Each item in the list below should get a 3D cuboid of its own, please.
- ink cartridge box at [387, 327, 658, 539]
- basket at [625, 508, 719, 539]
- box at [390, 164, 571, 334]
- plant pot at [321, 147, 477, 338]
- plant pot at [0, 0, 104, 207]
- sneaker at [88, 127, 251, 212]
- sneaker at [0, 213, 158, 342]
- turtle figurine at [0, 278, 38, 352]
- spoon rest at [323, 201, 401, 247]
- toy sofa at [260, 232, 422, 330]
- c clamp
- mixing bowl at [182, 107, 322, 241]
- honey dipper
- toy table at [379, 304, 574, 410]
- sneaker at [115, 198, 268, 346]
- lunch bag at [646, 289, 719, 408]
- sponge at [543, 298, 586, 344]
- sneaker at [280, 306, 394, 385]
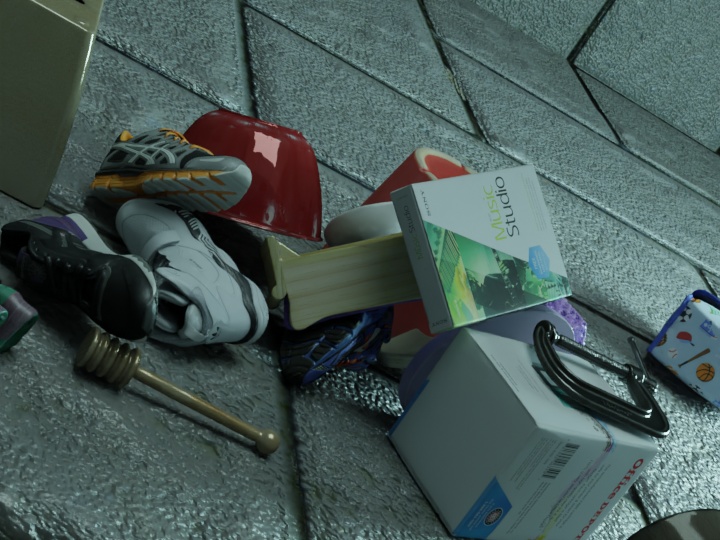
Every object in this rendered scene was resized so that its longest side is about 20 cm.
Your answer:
[{"bbox_3d":[0.164,0.172,1.471,0.198,0.147,0.146,16,28,-42],"label":"ink cartridge box"},{"bbox_3d":[0.354,0.352,1.413,0.179,0.137,0.201,13,34,-37],"label":"basket"},{"bbox_3d":[0.124,-0.025,1.472,0.198,0.036,0.146,-13,84,-44],"label":"box"},{"bbox_3d":[0.075,-0.032,1.717,0.199,0.178,0.201,29,22,-13],"label":"plant pot"},{"bbox_3d":[-0.356,-0.217,1.461,0.198,0.178,0.200,29,22,-18],"label":"plant pot"},{"bbox_3d":[-0.191,-0.106,1.473,0.198,0.078,0.078,3,-23,34],"label":"sneaker"},{"bbox_3d":[-0.252,0.010,1.279,0.087,0.077,0.199,-1,20,-39],"label":"sneaker"},{"bbox_3d":[-0.351,-0.022,1.183,0.200,0.101,0.149,46,23,11],"label":"turtle figurine"},{"bbox_3d":[0.058,-0.048,1.596,0.197,0.100,0.061,-3,62,-3],"label":"spoon rest"},{"bbox_3d":[0.000,0.000,1.495,0.083,0.197,0.099,142,-65,-79],"label":"toy sofa"},{"bbox_3d":[0.244,0.104,1.506,0.198,0.027,0.172,23,29,-34],"label":"c clamp"},{"bbox_3d":[-0.121,-0.110,1.582,0.197,0.110,0.200,16,5,-1],"label":"mixing bowl"},{"bbox_3d":[-0.155,0.112,1.281,0.199,0.038,0.038,32,21,-21],"label":"honey dipper"},{"bbox_3d":[0.117,0.080,1.579,0.197,0.186,0.117,-11,29,-17],"label":"toy table"},{"bbox_3d":[-0.185,0.001,1.402,0.200,0.076,0.114,42,24,21],"label":"sneaker"},{"bbox_3d":[0.523,0.119,2.163,0.170,0.124,0.200,41,8,13],"label":"lunch bag"},{"bbox_3d":[0.217,0.090,1.695,0.030,0.201,0.112,-24,51,-16],"label":"sponge"},{"bbox_3d":[-0.013,0.074,1.511,0.074,0.080,0.200,3,23,32],"label":"sneaker"}]
